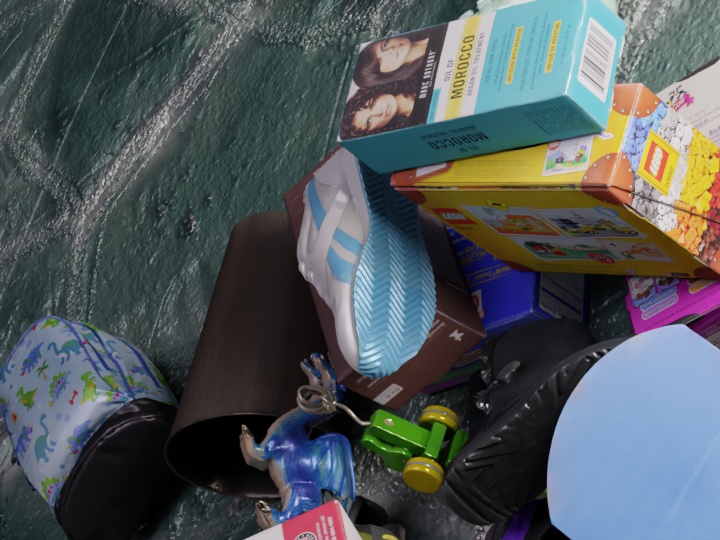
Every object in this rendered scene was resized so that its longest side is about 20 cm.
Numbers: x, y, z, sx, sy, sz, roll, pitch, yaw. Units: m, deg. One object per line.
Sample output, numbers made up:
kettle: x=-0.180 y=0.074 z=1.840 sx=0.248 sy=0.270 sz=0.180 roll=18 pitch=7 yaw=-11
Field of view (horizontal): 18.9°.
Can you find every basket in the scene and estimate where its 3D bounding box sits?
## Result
basket: x=-0.071 y=0.065 z=1.790 sx=0.180 sy=0.135 sz=0.201 roll=-30 pitch=42 yaw=48

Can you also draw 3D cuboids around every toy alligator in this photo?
toy alligator: x=0.043 y=0.136 z=1.605 sx=0.054 sy=0.198 sz=0.060 roll=107 pitch=-177 yaw=-53

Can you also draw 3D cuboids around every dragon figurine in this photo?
dragon figurine: x=-0.032 y=0.156 z=1.626 sx=0.059 sy=0.099 sz=0.202 roll=104 pitch=153 yaw=-70

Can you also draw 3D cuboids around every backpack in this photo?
backpack: x=-0.244 y=0.131 z=1.954 sx=0.164 sy=0.153 sz=0.200 roll=-54 pitch=25 yaw=19

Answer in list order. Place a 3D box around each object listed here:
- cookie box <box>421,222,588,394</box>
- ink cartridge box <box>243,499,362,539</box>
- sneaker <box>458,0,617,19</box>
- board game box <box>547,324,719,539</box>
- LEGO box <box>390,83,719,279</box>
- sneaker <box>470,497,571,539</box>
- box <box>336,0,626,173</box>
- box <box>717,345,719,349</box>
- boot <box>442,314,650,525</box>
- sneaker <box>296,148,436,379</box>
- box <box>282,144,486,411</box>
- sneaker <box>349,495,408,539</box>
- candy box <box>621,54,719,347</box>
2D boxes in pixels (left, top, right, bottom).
cookie box: x=0.095 y=-0.023 z=1.694 sx=0.170 sy=0.075 sz=0.202 roll=-19 pitch=55 yaw=40
ink cartridge box: x=-0.079 y=0.271 z=1.525 sx=0.199 sy=0.086 sz=0.148 roll=-25 pitch=37 yaw=9
sneaker: x=0.124 y=-0.219 z=1.784 sx=0.199 sy=0.074 sz=0.119 roll=-13 pitch=64 yaw=33
board game box: x=0.216 y=0.133 z=1.376 sx=0.200 sy=0.039 sz=0.159 roll=37 pitch=105 yaw=29
LEGO box: x=0.146 y=-0.060 z=1.491 sx=0.199 sy=0.149 sz=0.078 roll=3 pitch=68 yaw=45
sneaker: x=0.114 y=0.247 z=1.478 sx=0.099 sy=0.069 sz=0.202 roll=-8 pitch=61 yaw=44
box: x=0.079 y=-0.124 z=1.446 sx=0.199 sy=0.049 sz=0.083 roll=-9 pitch=58 yaw=42
box: x=0.267 y=0.133 z=1.407 sx=0.161 sy=0.049 sz=0.201 roll=-42 pitch=40 yaw=17
boot: x=0.143 y=0.075 z=1.507 sx=0.200 sy=0.076 sz=0.168 roll=-38 pitch=15 yaw=27
sneaker: x=0.000 y=0.000 z=1.565 sx=0.081 sy=0.076 sz=0.201 roll=-39 pitch=39 yaw=35
box: x=0.015 y=-0.005 z=1.656 sx=0.100 sy=0.075 sz=0.201 roll=-41 pitch=46 yaw=24
sneaker: x=0.013 y=0.236 z=1.627 sx=0.085 sy=0.074 sz=0.200 roll=-55 pitch=38 yaw=7
candy box: x=0.249 y=-0.043 z=1.542 sx=0.136 sy=0.061 sz=0.201 roll=-31 pitch=48 yaw=32
